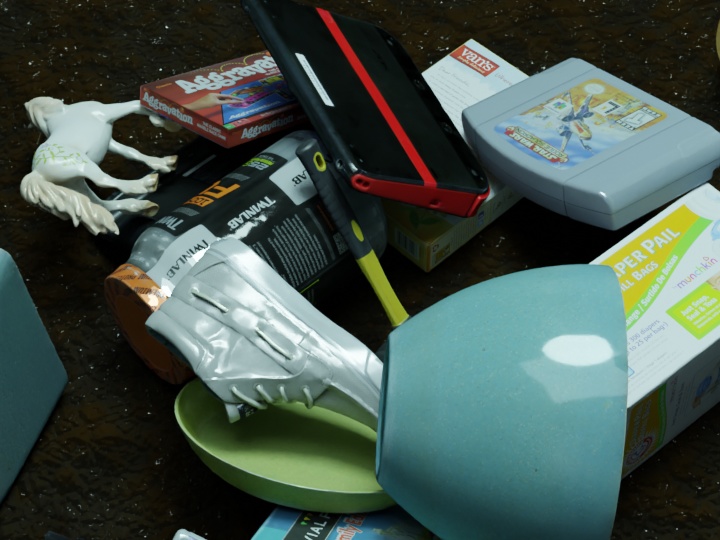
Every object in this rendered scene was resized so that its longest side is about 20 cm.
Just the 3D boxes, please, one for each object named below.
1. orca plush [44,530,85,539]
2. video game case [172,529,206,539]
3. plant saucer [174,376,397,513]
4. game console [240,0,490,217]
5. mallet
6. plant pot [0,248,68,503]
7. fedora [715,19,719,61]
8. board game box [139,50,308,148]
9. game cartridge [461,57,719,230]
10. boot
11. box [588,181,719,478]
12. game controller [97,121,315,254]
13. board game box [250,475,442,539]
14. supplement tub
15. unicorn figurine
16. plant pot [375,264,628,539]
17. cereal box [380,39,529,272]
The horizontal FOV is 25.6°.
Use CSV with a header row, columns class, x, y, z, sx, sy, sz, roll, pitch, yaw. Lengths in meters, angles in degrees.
class,x,y,z,sx,sy,sz,roll,pitch,yaw
orca plush,-0.256,0.235,1.033,0.200,0.071,0.105,-34,57,-24
video game case,-0.072,0.282,0.930,0.181,0.023,0.201,27,84,-2
plant saucer,-0.032,0.119,1.099,0.199,0.031,0.200,10,18,-3
game console,0.006,-0.127,1.225,0.176,0.031,0.200,5,46,-48
mallet,0.000,0.000,1.160,0.041,0.200,0.066,-7,35,50
plant pot,-0.340,0.099,1.077,0.195,0.196,0.201,11,60,10
fedora,0.399,-0.180,1.352,0.199,0.082,0.201,-3,55,4
board game box,-0.072,-0.149,1.297,0.103,0.020,0.200,26,34,33
game cartridge,0.171,-0.101,1.233,0.133,0.042,0.200,-24,35,-22
boot,-0.053,0.074,1.081,0.200,0.074,0.096,40,74,11
box,0.218,0.045,1.158,0.200,0.102,0.112,-34,57,-24
game controller,-0.123,-0.076,1.295,0.200,0.042,0.104,-37,44,-25
board game box,0.035,0.197,1.027,0.199,0.047,0.151,14,20,12
supplement tub,-0.087,-0.009,1.196,0.200,0.123,0.122,-36,58,-26
unicorn figurine,-0.215,-0.096,1.251,0.137,0.074,0.200,11,20,2
plant pot,0.080,0.091,0.983,0.134,0.201,0.201,5,51,-2
cereal box,0.075,-0.101,1.321,0.200,0.040,0.144,-36,58,-25
